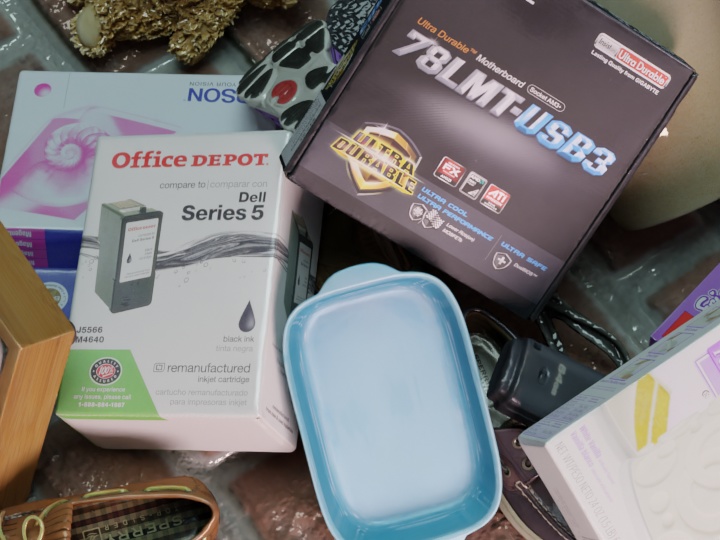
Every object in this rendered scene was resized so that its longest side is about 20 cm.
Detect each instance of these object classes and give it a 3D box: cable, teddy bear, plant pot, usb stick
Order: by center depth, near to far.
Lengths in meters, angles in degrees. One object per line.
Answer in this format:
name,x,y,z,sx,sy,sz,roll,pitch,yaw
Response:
usb stick,0.175,0.104,1.588,0.200,0.033,0.056,26,70,-12
cable,0.115,0.005,1.659,0.097,0.050,0.201,-21,79,-2
plant pot,0.187,-0.137,1.700,0.187,0.187,0.201,-26,97,-15
teddy bear,-0.129,-0.217,1.856,0.200,0.067,0.145,-28,50,-8

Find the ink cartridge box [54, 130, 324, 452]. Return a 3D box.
ink cartridge box,-0.110,0.013,1.638,0.145,0.084,0.201,-1,70,18

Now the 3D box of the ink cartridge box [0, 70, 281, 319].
ink cartridge box,-0.158,-0.054,1.754,0.196,0.043,0.201,1,55,3

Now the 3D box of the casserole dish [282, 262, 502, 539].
casserole dish,0.020,0.090,1.594,0.121,0.039,0.201,-15,99,-1

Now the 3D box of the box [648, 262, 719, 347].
box,0.309,0.027,1.678,0.137,0.039,0.200,36,65,23

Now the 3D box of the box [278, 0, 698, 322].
box,0.081,-0.099,1.590,0.200,0.050,0.199,31,102,-15

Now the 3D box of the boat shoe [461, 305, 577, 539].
boat shoe,0.112,0.108,1.617,0.072,0.065,0.200,-23,59,-14

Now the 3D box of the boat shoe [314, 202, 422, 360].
boat shoe,0.000,0.000,1.695,0.072,0.072,0.200,-36,49,2

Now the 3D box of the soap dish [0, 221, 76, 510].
soap dish,-0.261,0.060,1.598,0.081,0.200,0.157,-15,52,-35

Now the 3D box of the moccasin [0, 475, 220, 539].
moccasin,-0.186,0.181,1.571,0.201,0.078,0.074,-10,86,-9

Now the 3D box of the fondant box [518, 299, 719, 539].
fondant box,0.221,0.113,1.551,0.200,0.058,0.145,-33,97,-13

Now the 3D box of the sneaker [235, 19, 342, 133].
sneaker,-0.026,-0.108,1.705,0.081,0.083,0.200,-38,28,3

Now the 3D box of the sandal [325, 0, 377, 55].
sandal,0.069,-0.149,1.806,0.199,0.045,0.075,15,80,2

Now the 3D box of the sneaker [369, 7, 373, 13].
sneaker,0.042,-0.107,1.725,0.080,0.083,0.201,-14,81,-3
